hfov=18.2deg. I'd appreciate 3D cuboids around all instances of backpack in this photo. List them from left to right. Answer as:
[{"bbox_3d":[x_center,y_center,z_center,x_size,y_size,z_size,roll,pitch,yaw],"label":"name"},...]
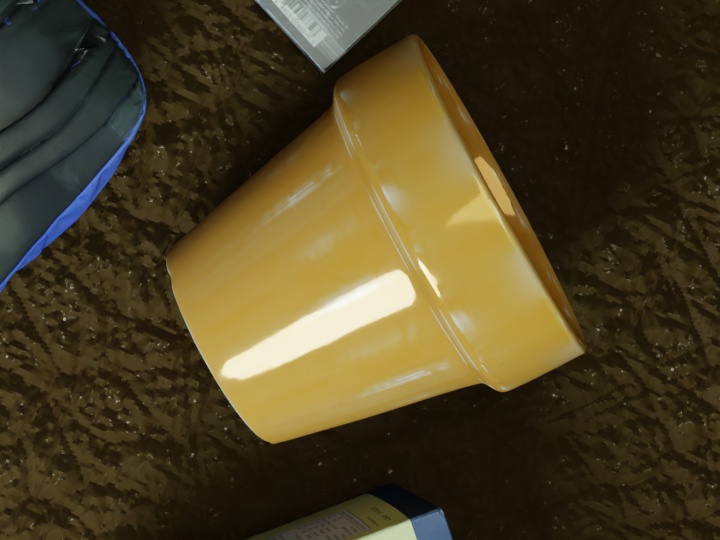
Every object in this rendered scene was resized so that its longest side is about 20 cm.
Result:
[{"bbox_3d":[-0.226,-0.072,1.215,0.162,0.168,0.200,43,78,-10],"label":"backpack"}]

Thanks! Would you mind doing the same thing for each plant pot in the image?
[{"bbox_3d":[0.000,0.000,1.256,0.183,0.200,0.201,-29,95,7],"label":"plant pot"}]

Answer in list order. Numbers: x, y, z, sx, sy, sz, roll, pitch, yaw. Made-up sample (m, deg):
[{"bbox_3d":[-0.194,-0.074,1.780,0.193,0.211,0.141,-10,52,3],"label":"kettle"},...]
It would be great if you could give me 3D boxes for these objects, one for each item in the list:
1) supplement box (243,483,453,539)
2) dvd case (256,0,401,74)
[{"bbox_3d":[-0.029,0.252,1.267,0.199,0.134,0.201,-19,93,-10],"label":"supplement box"},{"bbox_3d":[0.000,-0.239,1.332,0.200,0.016,0.149,-43,96,-7],"label":"dvd case"}]
